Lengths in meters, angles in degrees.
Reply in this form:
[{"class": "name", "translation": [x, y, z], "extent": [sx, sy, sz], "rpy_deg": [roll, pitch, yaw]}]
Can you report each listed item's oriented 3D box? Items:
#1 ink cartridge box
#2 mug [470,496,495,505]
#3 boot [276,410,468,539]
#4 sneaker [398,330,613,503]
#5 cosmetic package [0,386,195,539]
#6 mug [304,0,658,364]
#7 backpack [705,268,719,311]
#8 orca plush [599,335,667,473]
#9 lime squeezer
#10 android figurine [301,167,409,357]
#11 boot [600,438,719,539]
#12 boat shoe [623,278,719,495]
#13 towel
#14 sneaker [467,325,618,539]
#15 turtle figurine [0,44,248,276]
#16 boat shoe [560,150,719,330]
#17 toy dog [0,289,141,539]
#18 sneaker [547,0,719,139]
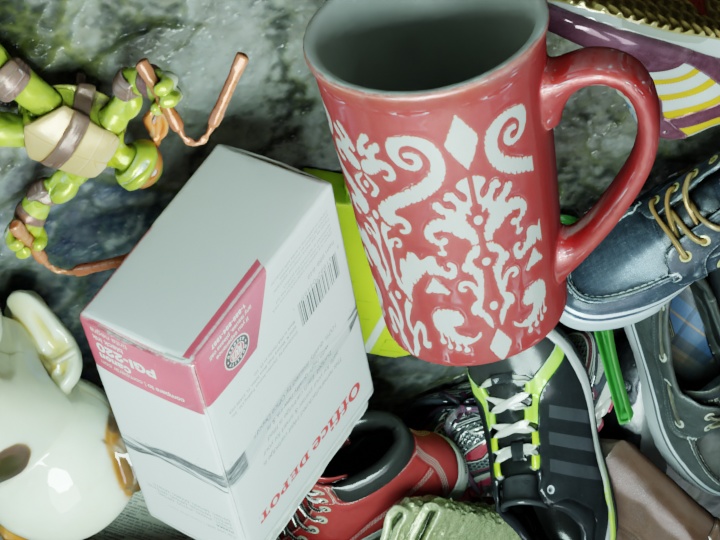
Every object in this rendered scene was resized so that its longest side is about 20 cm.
[{"class": "ink cartridge box", "translation": [-0.071, 0.050, 1.290], "extent": [0.146, 0.085, 0.200], "rpy_deg": [-53, 150, -29]}, {"class": "mug", "translation": [0.127, 0.256, 1.601], "extent": [0.200, 0.134, 0.178], "rpy_deg": [-4, 144, 13]}, {"class": "boot", "translation": [-0.042, 0.152, 1.440], "extent": [0.200, 0.073, 0.144], "rpy_deg": [-30, 157, 13]}, {"class": "sneaker", "translation": [0.087, 0.102, 1.514], "extent": [0.200, 0.081, 0.075], "rpy_deg": [-35, 130, 18]}, {"class": "cosmetic package", "translation": [-0.141, 0.132, 1.469], "extent": [0.103, 0.073, 0.200], "rpy_deg": [25, 122, -37]}, {"class": "mug", "translation": [0.067, -0.049, 1.250], "extent": [0.133, 0.177, 0.200], "rpy_deg": [-42, 137, -33]}, {"class": "backpack", "translation": [0.314, 0.033, 1.484], "extent": [0.126, 0.167, 0.200], "rpy_deg": [-35, 130, -5]}, {"class": "orca plush", "translation": [0.184, 0.114, 1.593], "extent": [0.105, 0.071, 0.200], "rpy_deg": [-58, 151, -24]}, {"class": "lime squeezer", "translation": [0.129, 0.000, 1.439], "extent": [0.038, 0.071, 0.200], "rpy_deg": [-12, 116, 45]}, {"class": "android figurine", "translation": [0.000, 0.000, 1.408], "extent": [0.200, 0.041, 0.182], "rpy_deg": [11, 130, -26]}, {"class": "boot", "translation": [0.231, 0.160, 1.489], "extent": [0.200, 0.064, 0.186], "rpy_deg": [40, 123, -5]}, {"class": "boat shoe", "translation": [0.223, 0.075, 1.491], "extent": [0.069, 0.057, 0.200], "rpy_deg": [-33, 118, -15]}, {"class": "towel", "translation": [0.049, 0.215, 1.474], "extent": [0.200, 0.036, 0.149], "rpy_deg": [17, 102, -58]}, {"class": "sneaker", "translation": [0.115, 0.117, 1.430], "extent": [0.072, 0.083, 0.200], "rpy_deg": [-15, 109, 30]}, {"class": "turtle figurine", "translation": [-0.165, -0.086, 1.241], "extent": [0.161, 0.065, 0.200], "rpy_deg": [24, 132, -28]}, {"class": "boat shoe", "translation": [0.203, -0.035, 1.369], "extent": [0.200, 0.071, 0.091], "rpy_deg": [-28, 165, -6]}, {"class": "toy dog", "translation": [-0.209, 0.085, 1.315], "extent": [0.140, 0.194, 0.200], "rpy_deg": [-44, 134, 8]}, {"class": "sneaker", "translation": [0.169, -0.121, 1.315], "extent": [0.200, 0.075, 0.090], "rpy_deg": [11, 125, -27]}]
